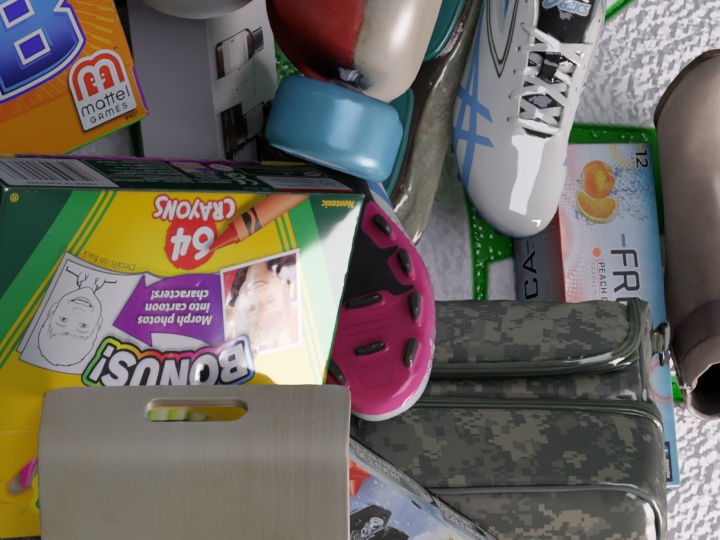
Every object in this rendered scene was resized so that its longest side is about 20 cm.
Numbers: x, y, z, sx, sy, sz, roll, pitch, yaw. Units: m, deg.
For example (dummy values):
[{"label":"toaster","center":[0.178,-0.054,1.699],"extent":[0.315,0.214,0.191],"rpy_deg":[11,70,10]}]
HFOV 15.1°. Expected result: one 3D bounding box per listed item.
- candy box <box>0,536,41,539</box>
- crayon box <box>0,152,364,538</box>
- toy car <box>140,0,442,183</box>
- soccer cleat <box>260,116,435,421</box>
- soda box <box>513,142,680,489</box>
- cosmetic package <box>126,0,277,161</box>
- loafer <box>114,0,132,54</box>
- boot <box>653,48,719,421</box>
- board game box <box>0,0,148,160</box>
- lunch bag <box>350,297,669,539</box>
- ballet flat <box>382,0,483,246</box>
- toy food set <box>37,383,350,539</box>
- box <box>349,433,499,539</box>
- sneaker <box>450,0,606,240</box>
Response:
[{"label":"candy box","center":[-0.271,0.139,1.327],"extent":[0.200,0.061,0.137],"rpy_deg":[36,106,-14]},{"label":"crayon box","center":[-0.108,0.036,1.299],"extent":[0.199,0.058,0.174],"rpy_deg":[0,109,-35]},{"label":"toy car","center":[-0.055,-0.161,1.324],"extent":[0.199,0.177,0.186],"rpy_deg":[18,91,2]},{"label":"soccer cleat","center":[0.000,0.000,1.415],"extent":[0.069,0.086,0.201],"rpy_deg":[-19,57,4]},{"label":"soda box","center":[0.133,0.029,1.554],"extent":[0.068,0.064,0.202],"rpy_deg":[-1,83,-24]},{"label":"cosmetic package","center":[-0.082,-0.131,1.432],"extent":[0.083,0.050,0.201],"rpy_deg":[-44,133,-61]},{"label":"loafer","center":[-0.173,-0.200,1.452],"extent":[0.200,0.068,0.076],"rpy_deg":[41,69,-13]},{"label":"boot","center":[0.203,-0.012,1.528],"extent":[0.070,0.200,0.147],"rpy_deg":[-3,61,4]},{"label":"board game box","center":[-0.256,-0.139,1.306],"extent":[0.199,0.199,0.201],"rpy_deg":[-27,111,-24]},{"label":"lunch bag","center":[0.066,0.089,1.444],"extent":[0.198,0.140,0.168],"rpy_deg":[-1,47,6]},{"label":"ballet flat","center":[0.032,-0.100,1.538],"extent":[0.062,0.067,0.201],"rpy_deg":[44,60,-50]},{"label":"toy food set","center":[-0.074,0.149,1.274],"extent":[0.142,0.060,0.201],"rpy_deg":[0,111,3]},{"label":"box","center":[-0.035,0.182,1.343],"extent":[0.137,0.040,0.200],"rpy_deg":[37,102,-25]},{"label":"sneaker","center":[0.097,-0.117,1.496],"extent":[0.071,0.072,0.201],"rpy_deg":[13,75,-13]}]
